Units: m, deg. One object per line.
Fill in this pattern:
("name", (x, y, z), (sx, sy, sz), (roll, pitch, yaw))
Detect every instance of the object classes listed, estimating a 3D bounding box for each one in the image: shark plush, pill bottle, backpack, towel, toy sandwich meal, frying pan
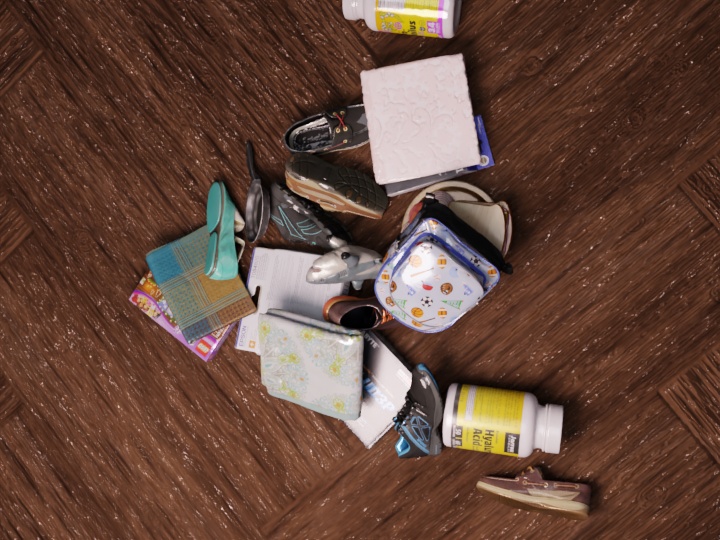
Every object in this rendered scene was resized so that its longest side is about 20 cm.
("shark plush", (0.000, 0.000, 1.540), (0.091, 0.199, 0.084), (39, 113, 46))
("pill bottle", (0.247, 0.261, 1.501), (0.198, 0.111, 0.113), (5, 93, 13))
("backpack", (0.121, 0.011, 1.445), (0.200, 0.154, 0.191), (40, 124, -3))
("towel", (0.104, -0.266, 1.519), (0.189, 0.032, 0.202), (-9, 90, 10))
("towel", (-0.297, 0.023, 1.609), (0.146, 0.022, 0.201), (-26, 70, -14))
("toy sandwich meal", (0.166, -0.064, 1.527), (0.203, 0.070, 0.208), (1, 92, 13))
("towel", (-0.087, 0.163, 1.508), (0.198, 0.048, 0.173), (13, 123, 21))
("frying pan", (-0.199, -0.136, 1.621), (0.031, 0.191, 0.115), (4, 137, -23))
("pill bottle", (0.073, -0.468, 1.515), (0.198, 0.104, 0.105), (9, 94, 13))

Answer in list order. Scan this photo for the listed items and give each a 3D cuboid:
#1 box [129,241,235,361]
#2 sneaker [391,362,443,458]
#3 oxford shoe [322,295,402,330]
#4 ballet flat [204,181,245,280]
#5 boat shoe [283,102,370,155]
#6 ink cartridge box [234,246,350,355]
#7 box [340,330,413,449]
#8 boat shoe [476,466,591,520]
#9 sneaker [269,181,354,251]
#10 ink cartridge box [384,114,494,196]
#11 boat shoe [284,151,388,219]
("box", (-0.328, 0.059, 1.662), (0.199, 0.039, 0.137), (36, 99, 9))
("sneaker", (0.098, 0.252, 1.509), (0.081, 0.073, 0.202), (-11, 121, -10))
("oxford shoe", (0.037, 0.079, 1.525), (0.198, 0.072, 0.072), (-6, 106, -21))
("ballet flat", (-0.251, -0.069, 1.618), (0.067, 0.070, 0.202), (-35, 48, 46))
("boat shoe", (-0.043, -0.256, 1.573), (0.200, 0.063, 0.074), (-17, 84, 11))
("ink cartridge box", (-0.122, 0.065, 1.593), (0.198, 0.041, 0.202), (9, 85, 25))
("box", (0.005, 0.198, 1.587), (0.159, 0.046, 0.200), (-45, 82, 11))
("boat shoe", (0.305, 0.381, 1.523), (0.198, 0.072, 0.073), (7, 63, 23))
("sneaker", (-0.096, -0.080, 1.595), (0.200, 0.075, 0.080), (39, 111, 17))
("ink cartridge box", (0.131, -0.205, 1.549), (0.198, 0.037, 0.096), (-16, 88, 11))
("boat shoe", (-0.046, -0.146, 1.576), (0.199, 0.074, 0.076), (26, 54, 1))
